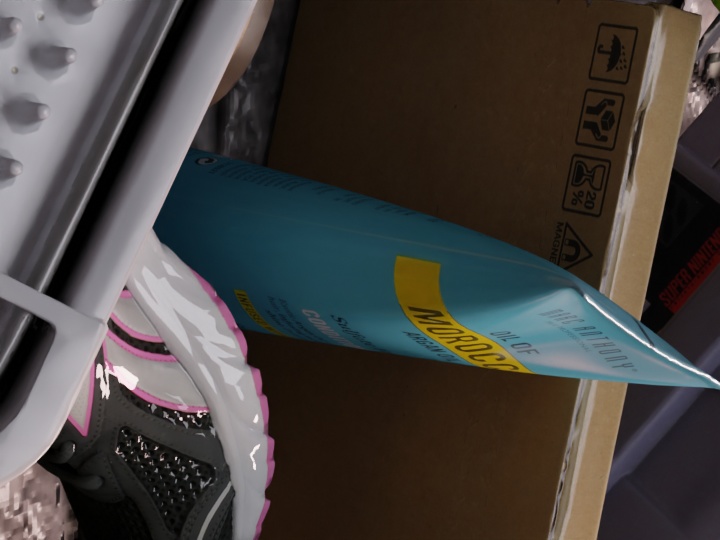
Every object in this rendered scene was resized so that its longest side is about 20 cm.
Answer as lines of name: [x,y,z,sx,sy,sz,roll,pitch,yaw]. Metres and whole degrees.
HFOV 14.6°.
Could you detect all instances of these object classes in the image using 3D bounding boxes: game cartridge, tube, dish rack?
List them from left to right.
dish rack: [-0.116,-0.066,0.641,0.171,0.044,0.201,28,81,-18]
tube: [0.000,0.000,0.772,0.077,0.199,0.051,23,81,-51]
game cartridge: [0.087,0.044,0.837,0.200,0.130,0.038,-49,137,2]

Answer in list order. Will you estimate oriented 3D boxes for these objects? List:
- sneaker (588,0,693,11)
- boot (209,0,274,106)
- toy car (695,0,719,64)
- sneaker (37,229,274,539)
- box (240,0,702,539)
sneaker: [0.074,-0.041,0.966,0.201,0.075,0.115,-58,140,-16]
boot: [-0.064,-0.139,0.736,0.075,0.073,0.201,9,70,-42]
toy car: [0.122,-0.139,0.843,0.165,0.157,0.200,-62,171,-8]
sneaker: [-0.092,0.011,0.738,0.086,0.080,0.201,-38,125,-31]
box: [0.019,0.014,0.834,0.021,0.163,0.201,10,93,-39]
